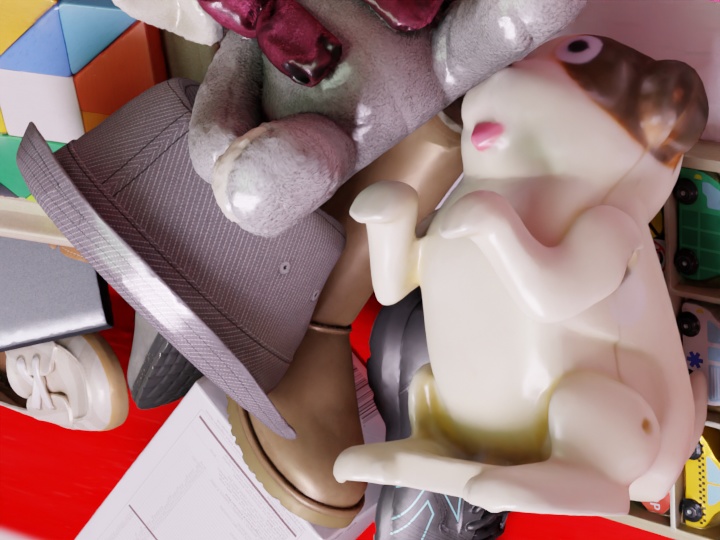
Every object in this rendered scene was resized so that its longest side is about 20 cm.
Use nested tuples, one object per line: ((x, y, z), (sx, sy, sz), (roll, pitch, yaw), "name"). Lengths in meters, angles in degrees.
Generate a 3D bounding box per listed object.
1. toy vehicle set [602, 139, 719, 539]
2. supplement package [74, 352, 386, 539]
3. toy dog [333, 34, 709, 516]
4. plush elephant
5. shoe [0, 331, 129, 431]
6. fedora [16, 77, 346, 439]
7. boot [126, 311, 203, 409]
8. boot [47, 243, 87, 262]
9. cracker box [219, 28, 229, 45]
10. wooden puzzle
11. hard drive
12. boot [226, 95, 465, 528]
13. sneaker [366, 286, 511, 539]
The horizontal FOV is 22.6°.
((0.163, 0.037, 0.855), (0.123, 0.026, 0.202), (12, 117, 37), "toy vehicle set")
((-0.069, 0.138, 1.042), (0.114, 0.109, 0.200), (50, 133, 10), "supplement package")
((0.091, -0.001, 0.776), (0.139, 0.192, 0.202), (2, 88, 64), "toy dog")
((-0.023, -0.120, 0.724), (0.155, 0.164, 0.200), (55, 177, -4), "plush elephant")
((-0.208, 0.068, 1.133), (0.199, 0.053, 0.071), (8, 116, 54), "shoe")
((-0.066, -0.017, 0.821), (0.177, 0.090, 0.200), (46, 179, 35), "fedora")
((-0.115, -0.027, 1.052), (0.131, 0.067, 0.201), (48, 134, 29), "boot")
((-0.171, -0.097, 1.013), (0.200, 0.076, 0.157), (28, 130, 53), "boot")
((-0.077, -0.199, 0.872), (0.135, 0.057, 0.200), (68, 151, 24), "cracker box")
((-0.154, -0.090, 0.879), (0.183, 0.037, 0.201), (9, 131, 13), "wooden puzzle")
((-0.255, -0.015, 1.069), (0.198, 0.033, 0.141), (-12, 83, 2), "hard drive")
((0.000, 0.000, 0.892), (0.200, 0.066, 0.176), (-54, 44, 31), "boot")
((0.052, 0.109, 0.951), (0.079, 0.075, 0.202), (8, 115, 35), "sneaker")
